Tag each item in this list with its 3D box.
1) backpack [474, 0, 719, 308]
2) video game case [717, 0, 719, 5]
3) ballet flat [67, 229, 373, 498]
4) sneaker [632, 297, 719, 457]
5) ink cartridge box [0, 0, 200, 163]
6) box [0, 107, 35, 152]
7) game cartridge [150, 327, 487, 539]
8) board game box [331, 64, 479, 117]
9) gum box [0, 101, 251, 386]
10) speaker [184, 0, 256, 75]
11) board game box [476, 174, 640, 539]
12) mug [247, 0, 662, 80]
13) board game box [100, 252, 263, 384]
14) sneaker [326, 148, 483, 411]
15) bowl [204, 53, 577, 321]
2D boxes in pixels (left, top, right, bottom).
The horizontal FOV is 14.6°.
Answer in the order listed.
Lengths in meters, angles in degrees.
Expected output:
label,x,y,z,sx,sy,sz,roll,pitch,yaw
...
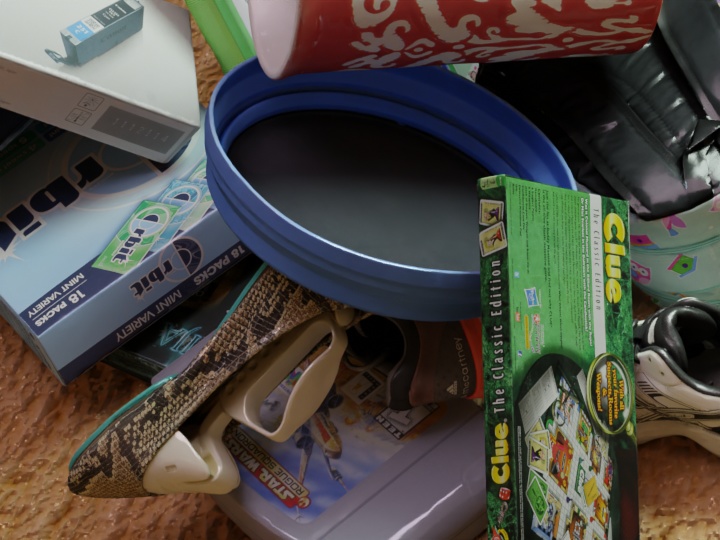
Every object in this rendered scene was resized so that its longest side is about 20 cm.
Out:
label,x,y,z,sx,sy,sz,roll,pitch,yaw
backpack,0.170,-0.074,1.548,0.167,0.127,0.200,-36,43,2
video game case,0.213,-0.198,1.730,0.200,0.026,0.180,-41,45,-19
ballet flat,-0.068,0.067,1.456,0.200,0.068,0.075,-44,64,9
sneaker,0.157,0.045,1.459,0.199,0.088,0.076,7,51,32
ink cartridge box,-0.192,-0.166,1.625,0.045,0.199,0.177,-44,41,37
box,-0.282,-0.116,1.710,0.199,0.124,0.199,-25,17,33
game cartridge,-0.018,0.089,1.507,0.133,0.042,0.200,-35,52,-21
board game box,0.059,-0.126,1.626,0.029,0.135,0.200,21,64,40
gum box,-0.155,-0.039,1.668,0.170,0.045,0.200,-35,40,-11
speaker,-0.051,-0.144,1.656,0.088,0.201,0.088,-27,9,5
board game box,0.099,0.059,1.387,0.023,0.104,0.201,-10,77,43
mug,0.045,-0.178,1.482,0.199,0.134,0.178,-1,28,-14
board game box,-0.095,0.010,1.651,0.199,0.028,0.135,21,58,38
sneaker,0.000,0.000,1.506,0.081,0.077,0.200,-19,44,-20
bowl,0.013,-0.046,1.458,0.199,0.040,0.201,13,35,-9
